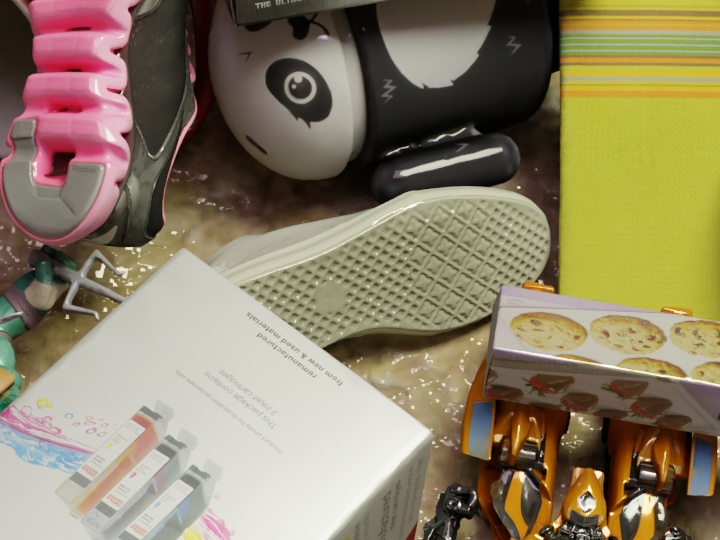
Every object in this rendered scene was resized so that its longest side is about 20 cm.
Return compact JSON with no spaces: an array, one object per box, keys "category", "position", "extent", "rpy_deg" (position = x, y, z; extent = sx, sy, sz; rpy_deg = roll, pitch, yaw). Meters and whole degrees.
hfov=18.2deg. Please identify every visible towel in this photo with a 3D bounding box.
[{"category":"towel","position":[0.140,-0.060,1.118],"extent":[0.085,0.018,0.202],"rpy_deg":[1,89,-1]}]

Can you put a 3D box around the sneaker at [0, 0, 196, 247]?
[{"category":"sneaker","position":[-0.109,-0.103,1.067],"extent":[0.078,0.095,0.202],"rpy_deg":[7,81,33]}]

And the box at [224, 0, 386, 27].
[{"category":"box","position":[0.016,-0.193,1.103],"extent":[0.198,0.049,0.159],"rpy_deg":[-10,38,-10]}]

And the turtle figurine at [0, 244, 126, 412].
[{"category":"turtle figurine","position":[-0.194,0.047,1.017],"extent":[0.198,0.102,0.150],"rpy_deg":[8,18,16]}]

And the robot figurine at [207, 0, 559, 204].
[{"category":"robot figurine","position":[0.020,-0.120,1.147],"extent":[0.199,0.126,0.150],"rpy_deg":[-17,33,-18]}]

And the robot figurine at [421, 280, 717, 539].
[{"category":"robot figurine","position":[0.100,0.104,1.034],"extent":[0.144,0.058,0.201],"rpy_deg":[9,53,2]}]

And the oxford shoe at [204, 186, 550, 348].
[{"category":"oxford shoe","position":[0.000,0.000,1.100],"extent":[0.199,0.076,0.058],"rpy_deg":[-17,21,-19]}]

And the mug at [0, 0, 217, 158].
[{"category":"mug","position":[-0.150,-0.157,1.180],"extent":[0.133,0.178,0.201],"rpy_deg":[-6,38,38]}]

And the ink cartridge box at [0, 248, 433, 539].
[{"category":"ink cartridge box","position":[-0.089,0.127,0.944],"extent":[0.144,0.146,0.200],"rpy_deg":[36,59,19]}]

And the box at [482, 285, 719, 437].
[{"category":"box","position":[0.155,0.048,1.021],"extent":[0.198,0.039,0.042],"rpy_deg":[10,52,2]}]
